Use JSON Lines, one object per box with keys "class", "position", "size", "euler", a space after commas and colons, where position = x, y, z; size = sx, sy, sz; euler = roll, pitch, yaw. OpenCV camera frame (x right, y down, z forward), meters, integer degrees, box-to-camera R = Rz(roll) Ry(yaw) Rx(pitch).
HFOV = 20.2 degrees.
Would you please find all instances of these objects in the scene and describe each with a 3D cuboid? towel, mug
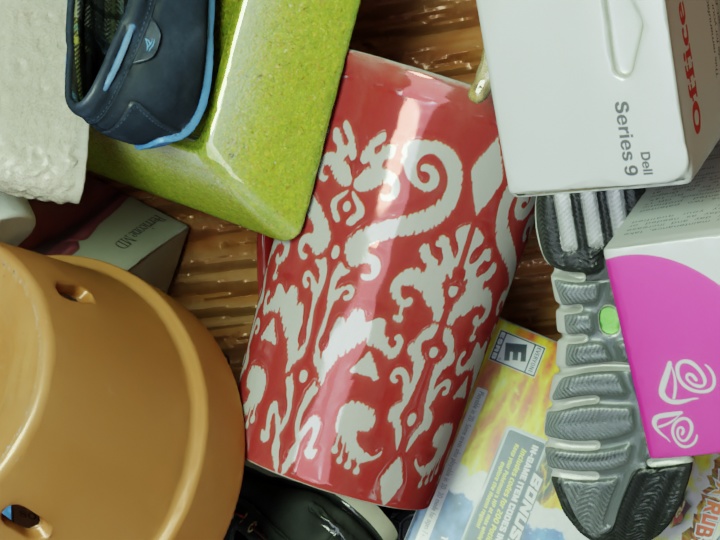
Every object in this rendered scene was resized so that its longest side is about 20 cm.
{"class": "towel", "position": [-0.189, -0.132, 0.952], "size": [0.131, 0.034, 0.202], "euler": [6, 72, -14]}
{"class": "mug", "position": [0.011, 0.003, 1.010], "size": [0.132, 0.178, 0.202], "euler": [16, 92, -7]}

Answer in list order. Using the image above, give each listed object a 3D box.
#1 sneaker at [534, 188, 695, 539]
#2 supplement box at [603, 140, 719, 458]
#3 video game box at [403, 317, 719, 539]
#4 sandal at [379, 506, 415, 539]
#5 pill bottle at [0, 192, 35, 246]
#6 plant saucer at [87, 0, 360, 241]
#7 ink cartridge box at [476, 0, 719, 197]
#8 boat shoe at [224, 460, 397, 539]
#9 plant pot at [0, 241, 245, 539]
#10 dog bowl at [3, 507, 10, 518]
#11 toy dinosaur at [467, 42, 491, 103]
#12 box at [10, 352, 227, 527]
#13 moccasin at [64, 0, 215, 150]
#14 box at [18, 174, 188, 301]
{"class": "sneaker", "position": [0.134, 0.026, 0.997], "size": [0.074, 0.115, 0.202], "euler": [0, 106, 17]}
{"class": "supplement box", "position": [0.190, -0.004, 0.917], "size": [0.103, 0.200, 0.102], "euler": [-8, 107, 23]}
{"class": "video game box", "position": [0.113, 0.150, 1.023], "size": [0.181, 0.047, 0.201], "euler": [22, 77, 4]}
{"class": "sandal", "position": [0.073, 0.142, 1.071], "size": [0.199, 0.043, 0.077], "euler": [18, 115, 14]}
{"class": "pill bottle", "position": [-0.239, -0.095, 1.003], "size": [0.111, 0.111, 0.201], "euler": [-32, 80, 28]}
{"class": "plant saucer", "position": [-0.088, -0.135, 0.985], "size": [0.199, 0.048, 0.201], "euler": [20, 98, 42]}
{"class": "ink cartridge box", "position": [0.119, -0.133, 0.895], "size": [0.083, 0.200, 0.147], "euler": [-4, 108, 24]}
{"class": "boat shoe", "position": [-0.045, 0.146, 1.087], "size": [0.074, 0.063, 0.201], "euler": [44, 163, -11]}
{"class": "plant pot", "position": [-0.170, 0.071, 0.928], "size": [0.199, 0.140, 0.202], "euler": [-9, 65, 19]}
{"class": "dog bowl", "position": [-0.216, 0.147, 1.220], "size": [0.200, 0.050, 0.112], "euler": [42, 119, 1]}
{"class": "toy dinosaur", "position": [0.068, -0.171, 0.935], "size": [0.058, 0.101, 0.202], "euler": [-7, 79, 7]}
{"class": "box", "position": [-0.124, 0.145, 1.098], "size": [0.036, 0.200, 0.145], "euler": [7, 112, 18]}
{"class": "moccasin", "position": [-0.103, -0.159, 0.922], "size": [0.080, 0.068, 0.202], "euler": [-19, 69, 39]}
{"class": "box", "position": [-0.217, -0.005, 1.117], "size": [0.199, 0.128, 0.110], "euler": [26, 116, 9]}
